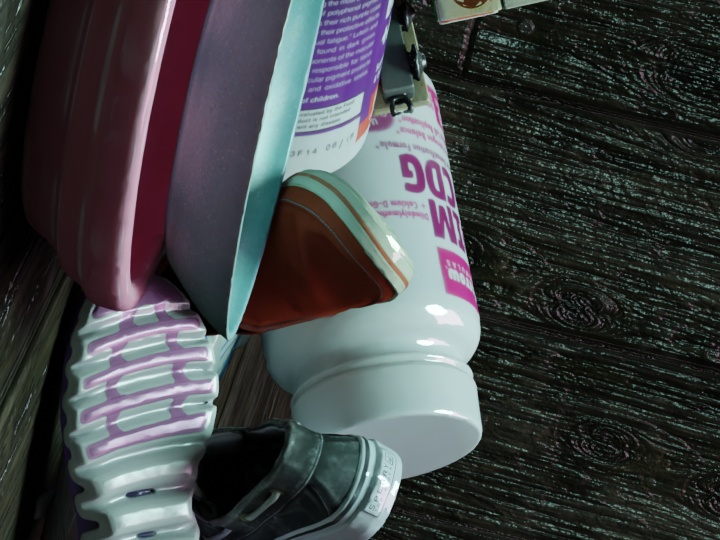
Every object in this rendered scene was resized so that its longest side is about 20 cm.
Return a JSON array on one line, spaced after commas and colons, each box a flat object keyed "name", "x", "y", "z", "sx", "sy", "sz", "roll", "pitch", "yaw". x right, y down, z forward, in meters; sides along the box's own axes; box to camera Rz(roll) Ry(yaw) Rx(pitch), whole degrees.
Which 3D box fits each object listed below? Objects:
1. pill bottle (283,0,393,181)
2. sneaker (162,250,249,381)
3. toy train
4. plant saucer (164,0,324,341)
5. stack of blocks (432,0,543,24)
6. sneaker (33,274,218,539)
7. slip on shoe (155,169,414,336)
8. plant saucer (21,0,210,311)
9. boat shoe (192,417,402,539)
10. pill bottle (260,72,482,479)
[{"name": "pill bottle", "x": -0.035, "y": -0.150, "z": 1.342, "sx": 0.112, "sy": 0.111, "sz": 0.201, "roll": -74, "pitch": 176, "yaw": -53}, {"name": "sneaker", "x": -0.100, "y": 0.050, "z": 1.457, "sx": 0.087, "sy": 0.075, "sz": 0.201, "roll": -50, "pitch": 153, "yaw": -73}, {"name": "toy train", "x": 0.002, "y": -0.161, "z": 1.464, "sx": 0.046, "sy": 0.034, "sz": 0.201, "roll": 87, "pitch": -8, "yaw": -65}, {"name": "plant saucer", "x": -0.047, "y": -0.072, "z": 1.207, "sx": 0.200, "sy": 0.036, "sz": 0.201, "roll": 13, "pitch": 90, "yaw": -89}, {"name": "stack of blocks", "x": 0.053, "y": -0.184, "z": 1.437, "sx": 0.200, "sy": 0.058, "sz": 0.116, "roll": -98, "pitch": 176, "yaw": -84}, {"name": "sneaker", "x": -0.116, "y": 0.100, "z": 1.362, "sx": 0.088, "sy": 0.080, "sz": 0.201, "roll": 1, "pitch": -85, "yaw": 57}, {"name": "slip on shoe", "x": -0.038, "y": 0.000, "z": 1.342, "sx": 0.061, "sy": 0.074, "sz": 0.200, "roll": -47, "pitch": -162, "yaw": -24}, {"name": "plant saucer", "x": -0.090, "y": -0.087, "z": 1.146, "sx": 0.201, "sy": 0.051, "sz": 0.202, "roll": 13, "pitch": 90, "yaw": -88}, {"name": "boat shoe", "x": -0.053, "y": 0.101, "z": 1.409, "sx": 0.200, "sy": 0.071, "sz": 0.072, "roll": -26, "pitch": -141, "yaw": 57}, {"name": "pill bottle", "x": 0.000, "y": 0.000, "z": 1.510, "sx": 0.113, "sy": 0.113, "sz": 0.201, "roll": 98, "pitch": -17, "yaw": -66}]
